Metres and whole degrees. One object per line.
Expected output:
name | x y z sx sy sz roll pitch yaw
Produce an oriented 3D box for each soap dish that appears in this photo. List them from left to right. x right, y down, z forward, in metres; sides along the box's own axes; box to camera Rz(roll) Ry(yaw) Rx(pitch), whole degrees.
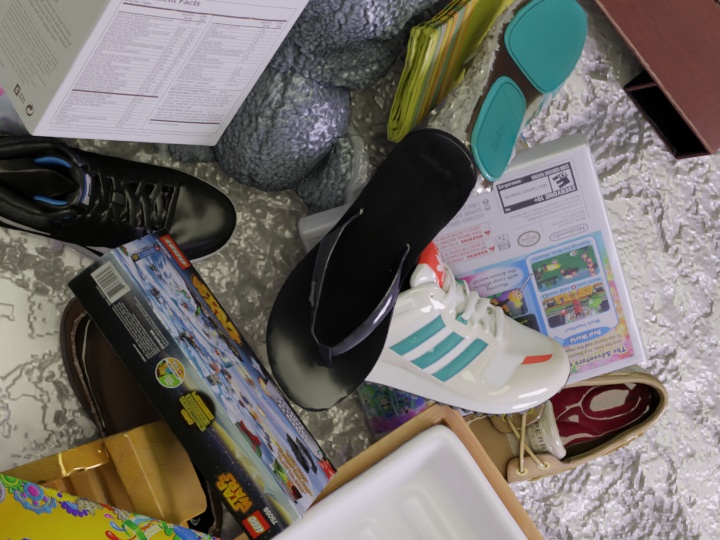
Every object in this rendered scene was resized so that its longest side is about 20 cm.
soap dish | 0.018 0.200 1.471 0.200 0.081 0.157 -34 98 2

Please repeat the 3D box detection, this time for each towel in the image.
towel | 0.069 -0.160 1.469 0.018 0.200 0.086 26 124 12

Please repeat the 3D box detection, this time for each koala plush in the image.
koala plush | -0.043 -0.140 1.451 0.177 0.184 0.200 24 102 -4

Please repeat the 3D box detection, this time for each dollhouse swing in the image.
dollhouse swing | -0.194 0.207 1.362 0.200 0.182 0.176 -18 88 7

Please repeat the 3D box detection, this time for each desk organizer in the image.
desk organizer | 0.210 -0.181 1.568 0.077 0.072 0.200 -40 99 -11

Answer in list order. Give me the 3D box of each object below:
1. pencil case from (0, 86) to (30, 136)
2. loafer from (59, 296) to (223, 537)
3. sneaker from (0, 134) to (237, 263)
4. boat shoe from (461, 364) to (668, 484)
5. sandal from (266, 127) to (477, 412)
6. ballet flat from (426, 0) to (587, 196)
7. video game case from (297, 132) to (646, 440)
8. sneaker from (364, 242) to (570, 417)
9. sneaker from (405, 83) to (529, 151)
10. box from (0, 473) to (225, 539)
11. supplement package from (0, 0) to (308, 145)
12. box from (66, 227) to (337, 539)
pencil case | -0.292 -0.140 1.404 0.200 0.091 0.083 7 60 -14
loafer | -0.137 0.102 1.454 0.073 0.071 0.200 -27 96 -16
sneaker | -0.169 -0.043 1.428 0.200 0.112 0.073 10 86 -16
boat shoe | 0.124 0.110 1.534 0.200 0.066 0.074 -22 96 -14
sandal | 0.000 -0.001 1.361 0.076 0.043 0.200 30 105 1
ballet flat | 0.086 -0.121 1.439 0.072 0.072 0.200 45 47 -11
video game case | 0.078 0.014 1.475 0.200 0.024 0.182 -17 122 4
sneaker | 0.053 0.031 1.426 0.199 0.070 0.094 13 125 -11
sneaker | 0.101 -0.063 1.526 0.076 0.081 0.200 -35 97 -13
box | -0.182 0.242 1.288 0.192 0.200 0.122 20 40 -30
supplement package | -0.129 -0.201 1.322 0.151 0.200 0.152 0 46 -45
box | -0.096 0.070 1.369 0.040 0.137 0.200 -35 90 12
